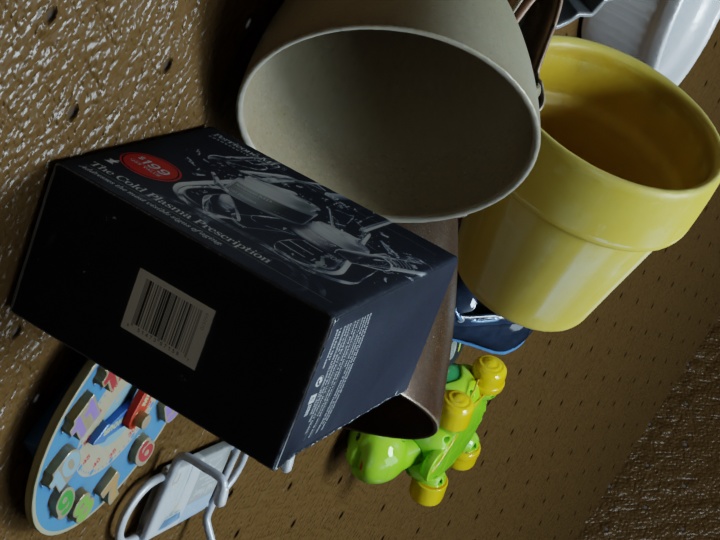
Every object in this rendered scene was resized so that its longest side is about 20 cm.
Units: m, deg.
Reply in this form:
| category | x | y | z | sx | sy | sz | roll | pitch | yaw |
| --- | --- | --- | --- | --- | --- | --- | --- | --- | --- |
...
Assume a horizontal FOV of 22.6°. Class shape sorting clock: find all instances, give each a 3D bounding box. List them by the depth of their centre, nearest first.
| category | x | y | z | sx | sy | sz | roll | pitch | yaw |
| --- | --- | --- | --- | --- | --- | --- | --- | --- | --- |
| shape sorting clock | -0.164 | 0.096 | 1.246 | 0.200 | 0.039 | 0.201 | -51 | 159 | -28 |

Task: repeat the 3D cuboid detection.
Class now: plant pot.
| category | x | y | z | sx | sy | sz | roll | pitch | yaw |
| --- | --- | --- | --- | --- | --- | --- | --- | --- | --- |
| plant pot | 0.000 | 0.000 | 1.365 | 0.187 | 0.186 | 0.201 | 66 | 41 | -68 |
| plant pot | 0.172 | -0.060 | 1.493 | 0.201 | 0.200 | 0.189 | -38 | 160 | -50 |

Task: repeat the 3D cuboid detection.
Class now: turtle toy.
| category | x | y | z | sx | sy | sz | roll | pitch | yaw |
| --- | --- | --- | --- | --- | --- | --- | --- | --- | --- |
| turtle toy | 0.063 | 0.160 | 1.851 | 0.200 | 0.101 | 0.146 | -38 | 152 | -49 |

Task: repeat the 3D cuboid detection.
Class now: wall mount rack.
| category | x | y | z | sx | sy | sz | roll | pitch | yaw |
| --- | --- | --- | --- | --- | --- | --- | --- | --- | --- |
| wall mount rack | -0.128 | 0.217 | 1.461 | 0.200 | 0.074 | 0.175 | -18 | 134 | -64 |

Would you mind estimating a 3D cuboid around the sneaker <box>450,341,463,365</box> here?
| category | x | y | z | sx | sy | sz | roll | pitch | yaw |
| --- | --- | --- | --- | --- | --- | --- | --- | --- | --- |
| sneaker | 0.045 | 0.056 | 1.689 | 0.200 | 0.076 | 0.076 | -20 | 125 | -61 |

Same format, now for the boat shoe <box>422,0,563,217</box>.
| category | x | y | z | sx | sy | sz | roll | pitch | yaw |
| --- | --- | --- | --- | --- | --- | --- | --- | --- | --- |
| boat shoe | 0.092 | -0.129 | 1.290 | 0.075 | 0.072 | 0.201 | -4 | 114 | -48 |

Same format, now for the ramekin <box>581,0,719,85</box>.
| category | x | y | z | sx | sy | sz | roll | pitch | yaw |
| --- | --- | --- | --- | --- | --- | --- | --- | --- | --- |
| ramekin | 0.311 | -0.288 | 1.866 | 0.201 | 0.097 | 0.201 | -52 | 160 | -28 |

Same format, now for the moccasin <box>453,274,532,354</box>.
| category | x | y | z | sx | sy | sz | roll | pitch | yaw |
| --- | --- | --- | --- | --- | --- | --- | --- | --- | --- |
| moccasin | 0.079 | 0.018 | 1.621 | 0.199 | 0.081 | 0.068 | 11 | 138 | -37 |

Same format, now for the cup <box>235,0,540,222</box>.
| category | x | y | z | sx | sy | sz | roll | pitch | yaw |
| --- | --- | --- | --- | --- | --- | --- | --- | --- | --- |
| cup | 0.025 | -0.149 | 1.203 | 0.201 | 0.199 | 0.144 | 89 | 7 | -57 |

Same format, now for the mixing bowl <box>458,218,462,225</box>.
| category | x | y | z | sx | sy | sz | roll | pitch | yaw |
| --- | --- | --- | --- | --- | --- | --- | --- | --- | --- |
| mixing bowl | 0.152 | -0.100 | 1.643 | 0.199 | 0.108 | 0.201 | -18 | 127 | -25 |

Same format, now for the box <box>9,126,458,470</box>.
| category | x | y | z | sx | sy | sz | roll | pitch | yaw |
| --- | --- | --- | --- | --- | --- | --- | --- | --- | --- |
| box | -0.074 | 0.008 | 1.101 | 0.182 | 0.199 | 0.105 | -23 | 138 | -63 |

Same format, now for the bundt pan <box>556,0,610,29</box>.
| category | x | y | z | sx | sy | sz | roll | pitch | yaw |
| --- | --- | --- | --- | --- | --- | --- | --- | --- | --- |
| bundt pan | 0.156 | -0.288 | 1.397 | 0.201 | 0.076 | 0.203 | -22 | 143 | -17 |
